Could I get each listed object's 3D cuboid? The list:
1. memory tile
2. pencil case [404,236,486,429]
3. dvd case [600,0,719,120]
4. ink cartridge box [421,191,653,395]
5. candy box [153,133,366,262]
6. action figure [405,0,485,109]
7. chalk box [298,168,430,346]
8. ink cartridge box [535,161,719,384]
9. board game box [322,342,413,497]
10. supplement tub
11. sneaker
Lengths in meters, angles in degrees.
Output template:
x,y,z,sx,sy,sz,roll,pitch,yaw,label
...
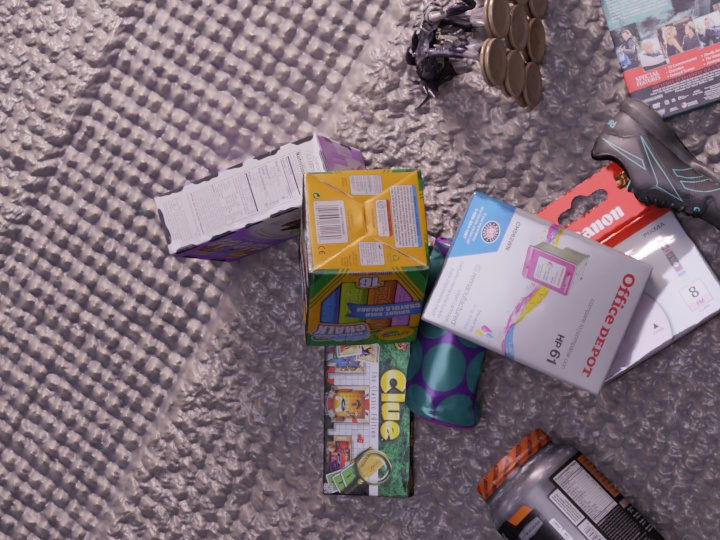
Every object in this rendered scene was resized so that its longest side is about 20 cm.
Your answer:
x,y,z,sx,sy,sz,roll,pitch,yaw,label
0.165,-0.283,1.513,0.017,0.153,0.201,1,85,29,memory tile
0.105,0.066,1.543,0.085,0.092,0.201,14,93,55,pencil case
0.340,-0.270,1.525,0.146,0.022,0.201,-18,82,16,dvd case
0.180,0.022,1.452,0.199,0.085,0.145,23,92,2,ink cartridge box
-0.101,-0.077,1.574,0.199,0.168,0.072,-20,82,15,candy box
0.104,-0.264,1.544,0.102,0.200,0.119,4,44,-5,action figure
0.000,0.000,1.481,0.123,0.200,0.125,-2,60,-5,chalk box
0.276,-0.004,1.514,0.162,0.057,0.200,-34,82,13,ink cartridge box
0.009,0.154,1.601,0.104,0.023,0.201,-1,86,15,board game box
0.222,0.268,1.473,0.123,0.122,0.200,-47,74,9,supplement tub
0.329,-0.089,1.481,0.079,0.075,0.200,-45,76,0,sneaker
